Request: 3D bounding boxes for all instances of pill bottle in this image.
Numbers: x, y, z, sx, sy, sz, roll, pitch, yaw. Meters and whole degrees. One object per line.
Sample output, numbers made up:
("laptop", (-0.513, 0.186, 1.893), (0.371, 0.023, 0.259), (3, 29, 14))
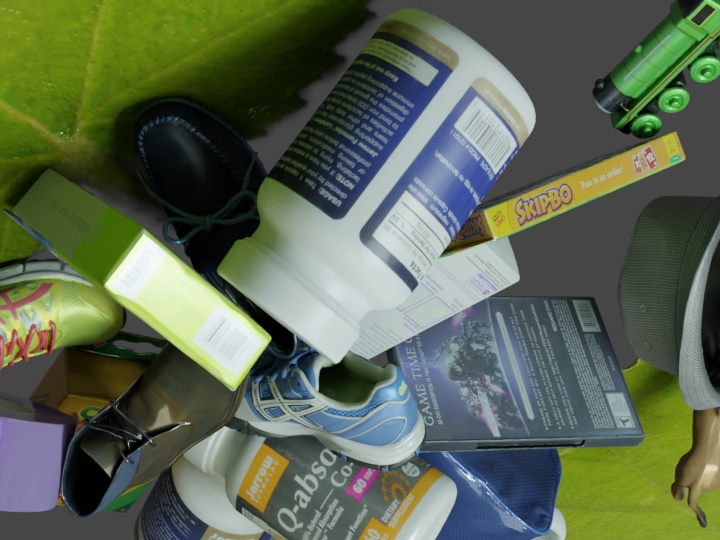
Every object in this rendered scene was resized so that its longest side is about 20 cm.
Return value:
("pill bottle", (-0.033, 0.161, 1.108), (0.199, 0.117, 0.117), (32, 143, 13))
("pill bottle", (-0.123, 0.199, 1.258), (0.114, 0.117, 0.201), (5, 140, -24))
("pill bottle", (0.008, -0.050, 0.884), (0.201, 0.115, 0.116), (-52, 140, -5))

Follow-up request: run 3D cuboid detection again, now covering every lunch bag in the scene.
("lunch bag", (0.059, 0.163, 1.217), (0.200, 0.136, 0.132), (45, 121, -8))

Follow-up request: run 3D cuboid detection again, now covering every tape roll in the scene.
("tape roll", (-0.310, 0.117, 1.034), (0.197, 0.067, 0.200), (14, 176, 1))

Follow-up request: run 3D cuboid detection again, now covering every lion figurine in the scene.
("lion figurine", (0.317, 0.138, 1.291), (0.071, 0.203, 0.122), (2, 178, 13))

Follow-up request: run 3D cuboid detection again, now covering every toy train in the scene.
("toy train", (0.230, -0.164, 0.955), (0.056, 0.042, 0.200), (23, 131, -26))

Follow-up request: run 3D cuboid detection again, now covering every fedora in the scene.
("fedora", (0.261, 0.008, 1.124), (0.089, 0.177, 0.202), (16, 137, 34))

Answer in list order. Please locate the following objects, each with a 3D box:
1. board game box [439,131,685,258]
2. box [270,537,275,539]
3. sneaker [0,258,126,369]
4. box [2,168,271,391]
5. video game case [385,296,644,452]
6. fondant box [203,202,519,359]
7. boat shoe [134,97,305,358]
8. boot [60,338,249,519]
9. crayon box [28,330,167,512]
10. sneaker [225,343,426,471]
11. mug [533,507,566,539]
("board game box", (0.124, -0.048, 0.986), (0.199, 0.030, 0.095), (-26, -176, -31))
("box", (-0.068, 0.313, 1.459), (0.199, 0.078, 0.095), (-32, 140, 23))
("sneaker", (-0.267, 0.047, 1.031), (0.197, 0.091, 0.079), (0, 141, -20))
("box", (-0.151, 0.000, 0.938), (0.048, 0.199, 0.122), (-52, 124, -7))
("video game case", (0.119, 0.080, 1.154), (0.197, 0.144, 0.019), (0, 140, -18))
("fondant box", (0.000, 0.000, 1.082), (0.199, 0.059, 0.144), (-29, 140, 19))
("boat shoe", (-0.082, -0.027, 0.963), (0.084, 0.069, 0.201), (-28, 118, 21))
("boot", (-0.146, 0.109, 1.011), (0.097, 0.075, 0.200), (-42, 172, -44))
("crayon box", (-0.214, 0.128, 1.190), (0.126, 0.051, 0.200), (12, 136, -30))
("sneaker", (-0.046, 0.079, 1.040), (0.197, 0.076, 0.078), (11, 137, 19))
("mug", (0.105, 0.259, 1.376), (0.199, 0.149, 0.175), (-23, 140, 35))
